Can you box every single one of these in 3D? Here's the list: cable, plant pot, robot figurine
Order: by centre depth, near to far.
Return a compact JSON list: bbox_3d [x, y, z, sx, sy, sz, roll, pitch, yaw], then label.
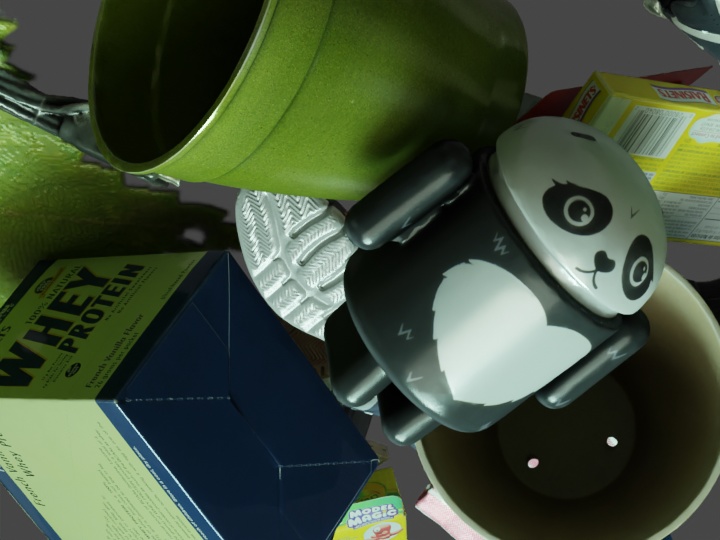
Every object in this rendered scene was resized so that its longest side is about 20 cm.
[{"bbox_3d":[0.071,0.008,1.206,0.200,0.125,0.150,-39,161,20],"label":"robot figurine"},{"bbox_3d":[-0.017,-0.122,1.236,0.192,0.202,0.200,18,142,-31],"label":"plant pot"},{"bbox_3d":[0.128,0.088,1.369,0.186,0.189,0.200,3,171,6],"label":"plant pot"},{"bbox_3d":[-0.178,-0.104,1.397,0.199,0.051,0.097,26,176,1],"label":"cable"}]

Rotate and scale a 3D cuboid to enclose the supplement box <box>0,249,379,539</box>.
[{"bbox_3d":[-0.135,0.105,1.487,0.199,0.135,0.201,-3,132,45],"label":"supplement box"}]

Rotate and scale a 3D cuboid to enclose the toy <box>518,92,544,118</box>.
[{"bbox_3d":[0.005,-0.081,1.377,0.199,0.047,0.115,17,144,-9],"label":"toy"}]

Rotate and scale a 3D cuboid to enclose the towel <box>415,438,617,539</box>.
[{"bbox_3d":[0.134,0.168,1.621,0.146,0.030,0.200,45,137,7],"label":"towel"}]

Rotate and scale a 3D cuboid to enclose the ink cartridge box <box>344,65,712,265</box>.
[{"bbox_3d":[0.107,-0.044,1.338,0.162,0.057,0.200,-14,166,-46],"label":"ink cartridge box"}]

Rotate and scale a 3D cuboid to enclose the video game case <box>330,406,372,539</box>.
[{"bbox_3d":[-0.091,0.169,1.585,0.180,0.201,0.026,-15,122,26],"label":"video game case"}]

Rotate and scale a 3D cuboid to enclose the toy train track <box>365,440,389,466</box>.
[{"bbox_3d":[-0.058,0.175,1.716,0.114,0.033,0.200,20,134,-42],"label":"toy train track"}]

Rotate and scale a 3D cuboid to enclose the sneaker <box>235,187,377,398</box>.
[{"bbox_3d":[0.000,0.000,1.445,0.077,0.112,0.200,-31,106,26],"label":"sneaker"}]

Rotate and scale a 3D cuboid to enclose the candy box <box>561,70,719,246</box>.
[{"bbox_3d":[0.184,-0.062,1.307,0.199,0.027,0.102,4,134,-40],"label":"candy box"}]

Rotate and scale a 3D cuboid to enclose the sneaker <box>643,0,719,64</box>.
[{"bbox_3d":[0.230,-0.177,1.195,0.129,0.080,0.199,18,151,-27],"label":"sneaker"}]

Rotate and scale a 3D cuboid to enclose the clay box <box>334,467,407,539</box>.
[{"bbox_3d":[-0.023,0.213,1.712,0.114,0.048,0.201,-12,146,-6],"label":"clay box"}]

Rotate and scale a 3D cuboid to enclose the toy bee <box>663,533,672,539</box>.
[{"bbox_3d":[0.208,0.240,1.680,0.131,0.109,0.200,-35,141,16],"label":"toy bee"}]

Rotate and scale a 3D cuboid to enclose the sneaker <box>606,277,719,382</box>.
[{"bbox_3d":[0.237,0.039,1.473,0.199,0.074,0.079,-18,140,28],"label":"sneaker"}]

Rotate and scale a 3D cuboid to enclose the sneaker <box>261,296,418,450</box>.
[{"bbox_3d":[-0.002,0.073,1.555,0.198,0.071,0.109,0,145,14],"label":"sneaker"}]
